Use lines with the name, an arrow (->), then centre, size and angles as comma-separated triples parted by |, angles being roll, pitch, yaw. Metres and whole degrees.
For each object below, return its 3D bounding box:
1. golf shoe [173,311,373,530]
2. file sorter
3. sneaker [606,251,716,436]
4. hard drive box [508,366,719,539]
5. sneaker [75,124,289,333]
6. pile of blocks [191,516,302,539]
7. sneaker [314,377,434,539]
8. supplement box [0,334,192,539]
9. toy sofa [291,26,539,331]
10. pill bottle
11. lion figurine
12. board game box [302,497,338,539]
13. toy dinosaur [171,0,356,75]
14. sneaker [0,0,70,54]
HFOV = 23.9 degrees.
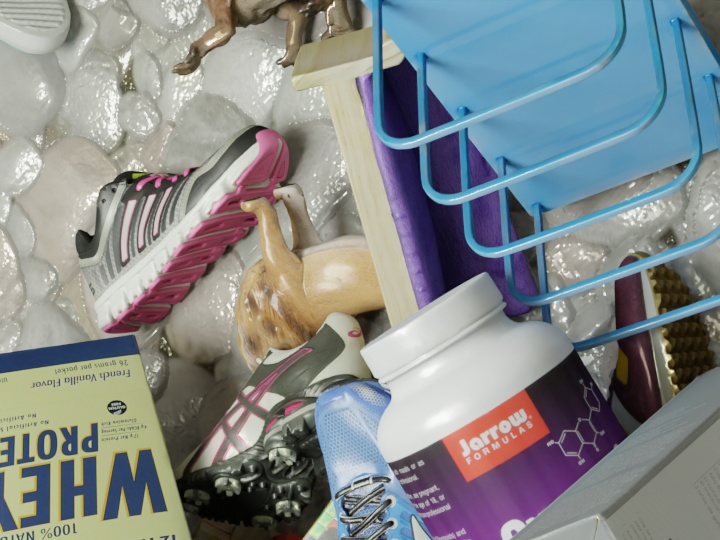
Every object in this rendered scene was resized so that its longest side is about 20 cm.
golf shoe -> -0.052, 0.101, 1.052 | 0.200, 0.077, 0.089 | -34, 41, 45
file sorter -> 0.108, -0.070, 0.855 | 0.138, 0.200, 0.123 | -21, 47, 23
sneaker -> 0.150, 0.093, 0.935 | 0.090, 0.075, 0.201 | -15, 80, 30
hard drive box -> 0.175, 0.143, 0.784 | 0.077, 0.200, 0.156 | -32, 88, 46
sneaker -> -0.129, -0.043, 1.142 | 0.200, 0.074, 0.088 | -44, 72, 33
pile of blocks -> -0.043, 0.211, 1.073 | 0.200, 0.082, 0.062 | 40, 113, 30
sneaker -> 0.021, 0.153, 0.907 | 0.078, 0.089, 0.201 | -27, 80, 33
supplement box -> -0.187, 0.186, 1.064 | 0.201, 0.133, 0.200 | 99, 157, -45
toy sofa -> 0.035, -0.041, 0.956 | 0.097, 0.083, 0.201 | -13, 109, 8
pill bottle -> 0.084, 0.106, 0.859 | 0.112, 0.112, 0.201 | -32, 90, 32
lion figurine -> 0.000, 0.000, 1.049 | 0.199, 0.072, 0.123 | -13, 98, 30
board game box -> 0.022, 0.250, 0.985 | 0.200, 0.057, 0.166 | 39, 97, 12
toy dinosaur -> -0.064, -0.206, 1.088 | 0.199, 0.086, 0.136 | -21, 76, 33
sneaker -> -0.291, -0.203, 1.278 | 0.200, 0.074, 0.082 | 37, 141, 26
